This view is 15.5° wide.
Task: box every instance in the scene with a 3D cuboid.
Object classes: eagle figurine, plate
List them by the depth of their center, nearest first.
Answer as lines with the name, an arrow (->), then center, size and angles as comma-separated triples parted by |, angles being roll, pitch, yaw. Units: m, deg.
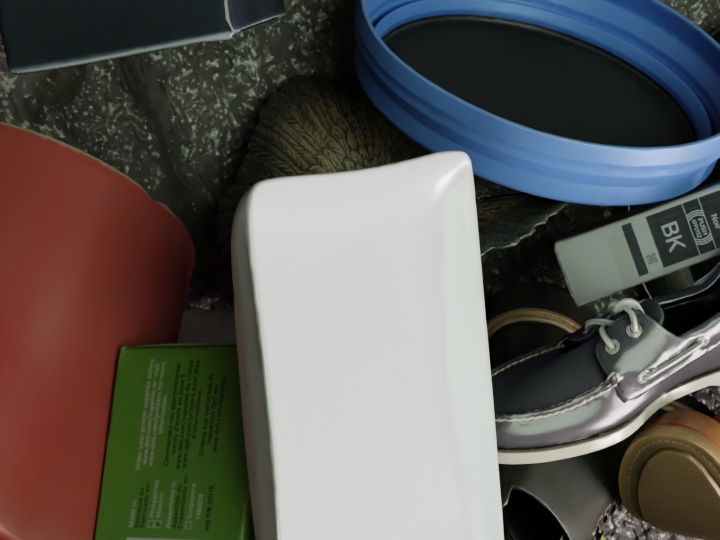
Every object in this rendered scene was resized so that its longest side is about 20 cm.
plate -> 0.000, 0.055, 1.122 | 0.200, 0.032, 0.201 | -13, 100, -61
eagle figurine -> 0.000, 0.000, 1.296 | 0.151, 0.151, 0.201 | 28, 90, -15

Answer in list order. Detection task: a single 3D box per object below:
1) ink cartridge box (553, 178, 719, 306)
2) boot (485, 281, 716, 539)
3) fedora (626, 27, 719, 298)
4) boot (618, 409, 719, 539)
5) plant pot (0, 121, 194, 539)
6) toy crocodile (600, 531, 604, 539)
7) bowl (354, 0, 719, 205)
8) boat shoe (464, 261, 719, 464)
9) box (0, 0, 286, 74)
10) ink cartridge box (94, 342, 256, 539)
ink cartridge box -> 0.198, -0.034, 1.324 | 0.199, 0.099, 0.039 | -21, 90, 12
boot -> 0.124, 0.117, 1.348 | 0.200, 0.077, 0.139 | 38, 42, -28
fedora -> 0.242, -0.043, 1.431 | 0.200, 0.092, 0.202 | -1, 93, -28
boot -> 0.204, 0.073, 1.331 | 0.200, 0.076, 0.156 | 46, 61, -47
plant pot -> -0.171, 0.041, 1.178 | 0.200, 0.200, 0.178 | 31, 68, -24
toy crocodile -> 0.073, 0.180, 1.349 | 0.068, 0.062, 0.200 | 62, 38, -16
bowl -> 0.091, -0.097, 1.307 | 0.200, 0.201, 0.039 | 0, 125, -27
boat shoe -> 0.128, 0.030, 1.246 | 0.199, 0.073, 0.063 | -20, 124, -18
box -> -0.111, -0.199, 1.199 | 0.107, 0.148, 0.201 | -9, 97, 8
ink cartridge box -> -0.032, 0.127, 1.172 | 0.200, 0.075, 0.148 | 30, 63, -59
